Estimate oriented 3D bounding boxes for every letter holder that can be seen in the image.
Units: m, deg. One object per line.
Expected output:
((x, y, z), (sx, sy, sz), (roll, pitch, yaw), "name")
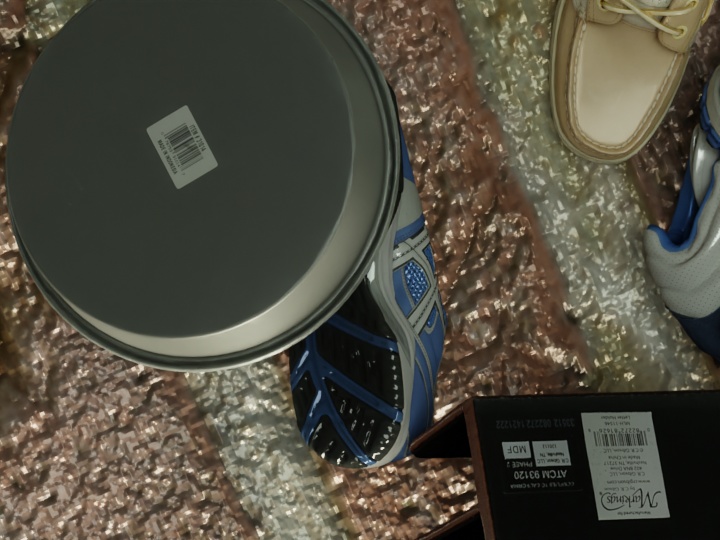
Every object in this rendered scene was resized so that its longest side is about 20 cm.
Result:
((0.118, 0.127, 1.008), (0.199, 0.142, 0.101), (0, 69, -25), "letter holder")

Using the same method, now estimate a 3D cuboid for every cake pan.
((-0.082, -0.053, 0.981), (0.199, 0.037, 0.201), (-1, 84, 12), "cake pan")

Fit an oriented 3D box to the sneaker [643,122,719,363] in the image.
((0.237, -0.036, 1.037), (0.200, 0.081, 0.147), (-43, 102, 3), "sneaker")

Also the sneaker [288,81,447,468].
((0.000, 0.000, 1.020), (0.075, 0.077, 0.201), (-6, 78, 25), "sneaker")

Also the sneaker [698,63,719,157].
((0.249, -0.046, 0.965), (0.200, 0.085, 0.077), (34, 66, 12), "sneaker")

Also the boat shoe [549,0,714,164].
((0.141, -0.149, 1.014), (0.073, 0.069, 0.201), (15, 99, 0), "boat shoe")
